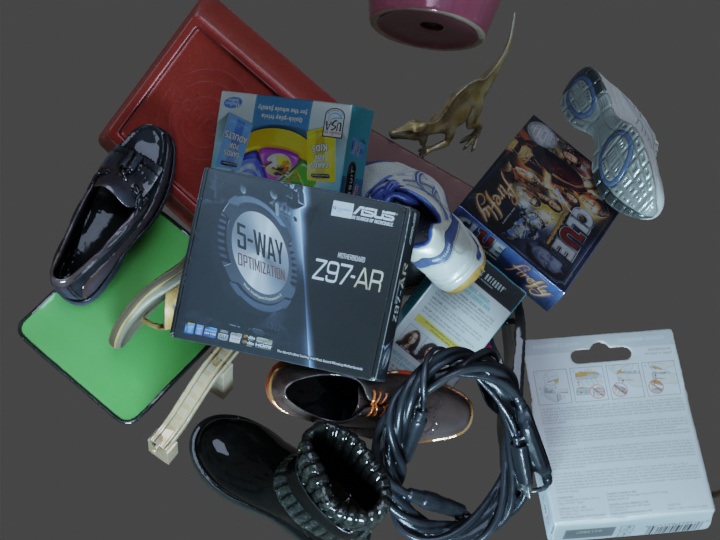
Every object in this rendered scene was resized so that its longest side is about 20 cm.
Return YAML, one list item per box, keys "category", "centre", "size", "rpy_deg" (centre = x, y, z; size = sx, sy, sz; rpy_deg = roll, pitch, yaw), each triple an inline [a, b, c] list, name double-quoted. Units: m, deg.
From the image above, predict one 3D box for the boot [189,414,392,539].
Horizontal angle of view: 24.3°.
- category: "boot"
  centre: [-0.065, 0.180, 1.543]
  size: [0.211, 0.158, 0.080]
  rpy_deg: [31, 66, 10]

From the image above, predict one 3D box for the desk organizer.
- category: "desk organizer"
  centre: [0.031, -0.078, 1.729]
  size: [0.200, 0.072, 0.077]
  rpy_deg: [31, 63, 10]

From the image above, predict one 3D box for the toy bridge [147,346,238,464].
- category: "toy bridge"
  centre: [-0.139, 0.101, 1.627]
  size: [0.027, 0.067, 0.200]
  rpy_deg: [33, 65, 11]

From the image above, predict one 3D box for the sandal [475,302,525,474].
- category: "sandal"
  centre: [0.136, 0.106, 1.646]
  size: [0.045, 0.075, 0.201]
  rpy_deg: [4, 66, -1]

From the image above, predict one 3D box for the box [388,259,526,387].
- category: "box"
  centre: [0.065, 0.073, 1.619]
  size: [0.082, 0.049, 0.200]
  rpy_deg: [39, 87, -10]

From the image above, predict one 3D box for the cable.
- category: "cable"
  centre: [0.085, 0.160, 1.545]
  size: [0.163, 0.200, 0.051]
  rpy_deg: [-25, 25, -5]

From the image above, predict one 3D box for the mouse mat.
- category: "mouse mat"
  centre: [-0.223, 0.041, 1.683]
  size: [0.161, 0.008, 0.200]
  rpy_deg: [39, 68, 14]

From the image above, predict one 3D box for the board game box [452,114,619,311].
- category: "board game box"
  centre: [0.183, -0.062, 1.698]
  size: [0.135, 0.035, 0.200]
  rpy_deg: [39, 43, 1]

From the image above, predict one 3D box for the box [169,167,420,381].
- category: "box"
  centre: [-0.059, 0.003, 1.517]
  size: [0.199, 0.044, 0.161]
  rpy_deg: [12, 89, 14]

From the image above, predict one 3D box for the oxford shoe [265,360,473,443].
- category: "oxford shoe"
  centre: [0.013, 0.127, 1.551]
  size: [0.199, 0.073, 0.071]
  rpy_deg: [8, 92, -12]

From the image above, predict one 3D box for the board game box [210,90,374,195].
- category: "board game box"
  centre: [-0.076, -0.066, 1.623]
  size: [0.151, 0.047, 0.201]
  rpy_deg: [9, 91, 29]

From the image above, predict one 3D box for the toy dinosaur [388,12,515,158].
- category: "toy dinosaur"
  centre: [0.112, -0.176, 1.766]
  size: [0.058, 0.101, 0.200]
  rpy_deg: [41, 67, 14]

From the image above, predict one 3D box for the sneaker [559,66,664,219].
- category: "sneaker"
  centre: [0.282, -0.132, 1.752]
  size: [0.087, 0.075, 0.200]
  rpy_deg: [18, 42, -35]

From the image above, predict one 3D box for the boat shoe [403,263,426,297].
- category: "boat shoe"
  centre: [0.000, 0.000, 1.666]
  size: [0.199, 0.072, 0.071]
  rpy_deg: [-1, 19, 14]

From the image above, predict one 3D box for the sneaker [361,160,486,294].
- category: "sneaker"
  centre: [0.044, -0.062, 1.596]
  size: [0.075, 0.088, 0.200]
  rpy_deg: [-48, 44, 2]

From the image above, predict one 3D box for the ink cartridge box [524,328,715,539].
- category: "ink cartridge box"
  centre: [0.248, 0.162, 1.648]
  size: [0.162, 0.057, 0.200]
  rpy_deg: [-4, 56, -7]

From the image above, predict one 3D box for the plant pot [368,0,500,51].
- category: "plant pot"
  centre: [0.086, -0.343, 1.808]
  size: [0.199, 0.200, 0.180]
  rpy_deg: [10, 78, 0]

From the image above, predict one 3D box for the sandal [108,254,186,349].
- category: "sandal"
  centre: [-0.168, 0.020, 1.609]
  size: [0.200, 0.080, 0.054]
  rpy_deg: [-39, 90, 18]

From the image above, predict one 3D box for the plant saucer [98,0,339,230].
- category: "plant saucer"
  centre: [-0.153, -0.150, 1.709]
  size: [0.200, 0.037, 0.200]
  rpy_deg: [42, 100, 15]

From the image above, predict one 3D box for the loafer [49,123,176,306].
- category: "loafer"
  centre: [-0.246, -0.060, 1.665]
  size: [0.072, 0.063, 0.200]
  rpy_deg: [25, 81, 15]
